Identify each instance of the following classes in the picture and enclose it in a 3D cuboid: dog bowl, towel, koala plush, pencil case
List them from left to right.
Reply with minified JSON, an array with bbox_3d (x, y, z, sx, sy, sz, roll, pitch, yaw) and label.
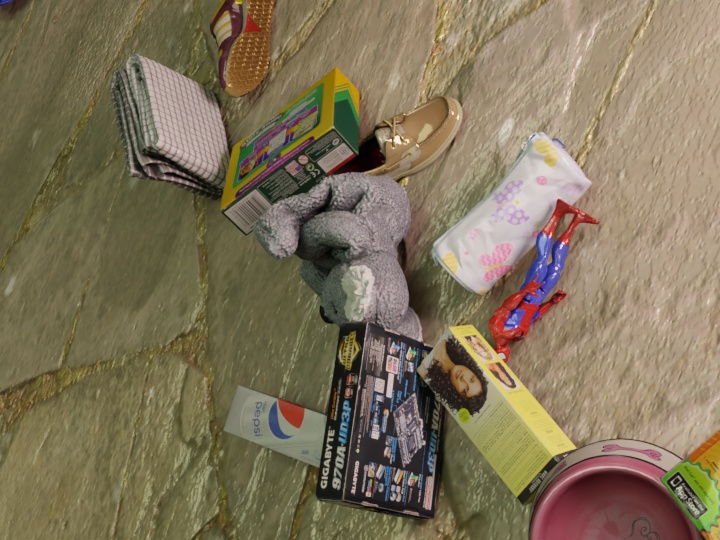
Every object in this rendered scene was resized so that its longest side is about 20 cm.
[{"bbox_3d":[-0.275,-0.204,1.613,0.085,0.165,0.200,-35,55,25],"label":"towel"},{"bbox_3d":[0.000,0.000,1.336,0.183,0.177,0.200,-31,53,12],"label":"koala plush"},{"bbox_3d":[0.173,-0.064,1.275,0.200,0.091,0.083,-49,30,14],"label":"pencil case"},{"bbox_3d":[0.253,0.267,1.069,0.199,0.074,0.201,-1,87,22],"label":"dog bowl"}]

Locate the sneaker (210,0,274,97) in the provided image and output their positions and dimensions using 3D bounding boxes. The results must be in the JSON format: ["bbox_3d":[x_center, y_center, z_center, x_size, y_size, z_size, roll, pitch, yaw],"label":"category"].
[{"bbox_3d":[-0.188,-0.345,1.667,0.090,0.075,0.201,-10,61,42],"label":"sneaker"}]

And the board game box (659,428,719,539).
[{"bbox_3d":[0.419,0.205,0.925,0.200,0.200,0.200,-44,53,15],"label":"board game box"}]

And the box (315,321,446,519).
[{"bbox_3d":[0.031,0.172,1.249,0.046,0.159,0.201,-6,70,42],"label":"box"}]

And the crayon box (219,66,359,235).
[{"bbox_3d":[-0.093,-0.163,1.487,0.200,0.058,0.173,-34,28,23],"label":"crayon box"}]

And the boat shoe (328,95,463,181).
[{"bbox_3d":[0.042,-0.160,1.424,0.200,0.066,0.074,-38,55,20],"label":"boat shoe"}]

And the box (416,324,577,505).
[{"bbox_3d":[0.150,0.156,1.212,0.200,0.050,0.075,50,122,28],"label":"box"}]

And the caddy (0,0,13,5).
[{"bbox_3d":[-0.698,-0.593,2.110,0.141,0.105,0.200,-27,56,-2],"label":"caddy"}]

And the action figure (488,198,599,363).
[{"bbox_3d":[0.198,0.021,1.239,0.052,0.065,0.200,39,104,41],"label":"action figure"}]

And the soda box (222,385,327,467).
[{"bbox_3d":[-0.075,0.202,1.377,0.200,0.068,0.064,13,81,39],"label":"soda box"}]
